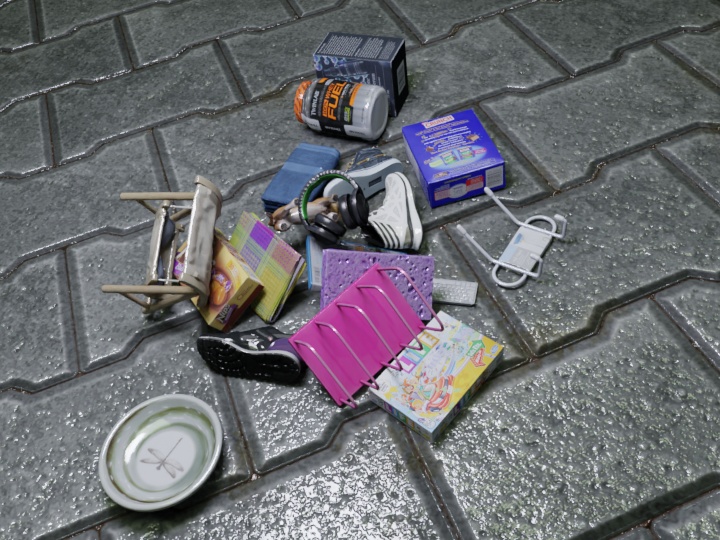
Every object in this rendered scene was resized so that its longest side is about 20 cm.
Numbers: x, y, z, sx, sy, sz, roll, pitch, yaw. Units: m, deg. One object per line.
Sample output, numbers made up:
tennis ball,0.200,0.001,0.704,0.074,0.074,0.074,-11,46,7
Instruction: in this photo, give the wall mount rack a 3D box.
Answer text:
wall mount rack,0.284,-0.069,1.364,0.172,0.075,0.200,22,54,27

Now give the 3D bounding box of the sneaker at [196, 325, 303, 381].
sneaker,-0.186,0.136,1.273,0.197,0.077,0.088,10,35,13

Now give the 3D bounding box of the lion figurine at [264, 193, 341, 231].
lion figurine,-0.113,-0.106,1.411,0.197,0.074,0.122,-3,-3,-29

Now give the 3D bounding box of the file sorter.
file sorter,0.013,0.104,1.158,0.199,0.140,0.125,-40,10,-15

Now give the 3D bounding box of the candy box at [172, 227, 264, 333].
candy box,-0.276,0.008,1.373,0.117,0.056,0.200,-49,53,6

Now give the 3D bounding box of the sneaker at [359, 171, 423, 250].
sneaker,0.049,-0.123,1.439,0.113,0.076,0.202,-2,47,-14

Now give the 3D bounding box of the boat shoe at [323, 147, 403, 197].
boat shoe,-0.010,-0.198,1.539,0.198,0.072,0.091,-24,43,-29

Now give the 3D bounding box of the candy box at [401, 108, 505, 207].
candy box,0.194,-0.242,1.538,0.167,0.078,0.202,-15,48,-3

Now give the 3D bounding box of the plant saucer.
plant saucer,-0.310,0.293,1.150,0.197,0.051,0.202,-5,48,5

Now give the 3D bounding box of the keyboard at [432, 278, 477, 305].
keyboard,0.115,0.033,1.344,0.197,0.011,0.057,5,49,14

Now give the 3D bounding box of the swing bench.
swing bench,-0.342,-0.041,1.327,0.197,0.130,0.202,-7,65,26

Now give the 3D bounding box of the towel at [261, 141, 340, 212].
towel,-0.126,-0.197,1.572,0.110,0.049,0.201,14,51,21

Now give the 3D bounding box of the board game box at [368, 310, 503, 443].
board game box,0.126,0.170,1.199,0.134,0.034,0.200,28,58,31

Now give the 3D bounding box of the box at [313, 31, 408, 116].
box,0.004,-0.468,1.730,0.197,0.150,0.108,11,49,20

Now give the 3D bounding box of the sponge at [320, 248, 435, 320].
sponge,0.030,0.025,1.250,0.197,0.114,0.030,3,4,-17

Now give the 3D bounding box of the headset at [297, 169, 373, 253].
headset,-0.030,-0.086,1.311,0.123,0.094,0.201,-36,68,11

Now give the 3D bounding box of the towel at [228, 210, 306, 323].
towel,-0.190,-0.008,1.374,0.200,0.023,0.145,39,107,36

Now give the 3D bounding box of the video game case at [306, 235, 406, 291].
video game case,0.000,0.000,1.325,0.197,0.018,0.144,10,36,-14

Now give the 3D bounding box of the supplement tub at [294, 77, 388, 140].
supplement tub,-0.044,-0.373,1.670,0.197,0.123,0.123,13,51,21
